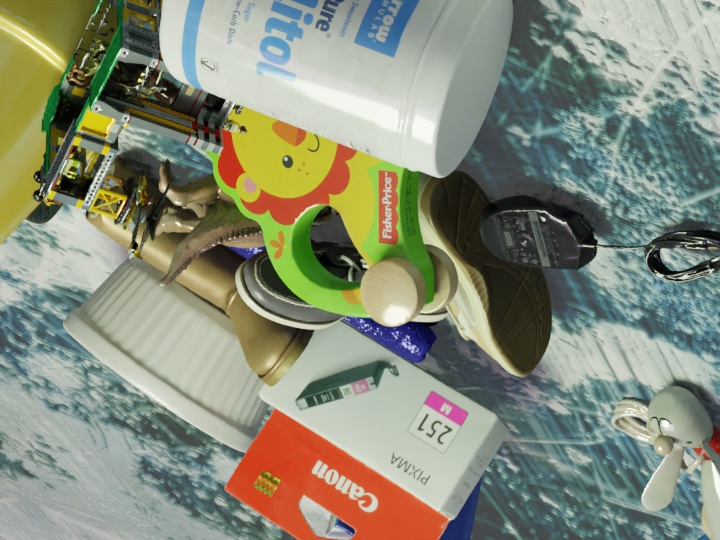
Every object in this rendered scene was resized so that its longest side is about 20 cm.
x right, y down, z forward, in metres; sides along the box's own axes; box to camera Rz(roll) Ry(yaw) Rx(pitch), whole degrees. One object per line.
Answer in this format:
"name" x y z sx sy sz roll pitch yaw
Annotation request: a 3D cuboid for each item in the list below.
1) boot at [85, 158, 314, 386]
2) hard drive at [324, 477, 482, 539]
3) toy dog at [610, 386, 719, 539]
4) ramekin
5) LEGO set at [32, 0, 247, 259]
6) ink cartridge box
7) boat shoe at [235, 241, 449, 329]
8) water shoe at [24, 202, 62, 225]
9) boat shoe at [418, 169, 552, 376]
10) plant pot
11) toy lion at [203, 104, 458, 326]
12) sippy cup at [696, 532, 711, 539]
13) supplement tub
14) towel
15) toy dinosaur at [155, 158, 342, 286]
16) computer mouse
"boot" -0.138 0.002 1.835 0.199 0.066 0.175 35 -170 -15
"hard drive" 0.044 0.193 1.937 0.132 0.201 0.025 36 127 -15
"toy dog" 0.284 0.187 1.783 0.199 0.097 0.132 36 154 -15
"ramekin" -0.156 0.068 1.957 0.202 0.095 0.202 35 179 1
"LEGO set" -0.143 -0.119 1.558 0.115 0.154 0.201 18 118 -21
"ink cartridge box" -0.004 0.151 1.829 0.199 0.174 0.044 30 174 26
"boat shoe" 0.000 0.000 1.689 0.199 0.073 0.063 2 149 -31
"water shoe" -0.318 -0.108 1.881 0.079 0.072 0.200 32 173 32
"boat shoe" 0.083 0.000 1.674 0.063 0.073 0.201 13 149 45
"plant pot" -0.289 -0.121 1.690 0.199 0.190 0.201 22 155 11
"toy lion" -0.028 -0.072 1.551 0.190 0.069 0.202 7 105 31
"sippy cup" 0.339 0.291 1.899 0.177 0.140 0.131 -27 118 14
"supplement tub" -0.016 -0.152 1.413 0.199 0.133 0.132 21 154 15
"towel" -0.029 0.001 1.794 0.199 0.050 0.148 32 180 -8
"toy dinosaur" -0.074 -0.050 1.652 0.135 0.200 0.086 22 125 10
"computer mouse" 0.176 -0.026 1.580 0.198 0.034 0.059 8 132 28
